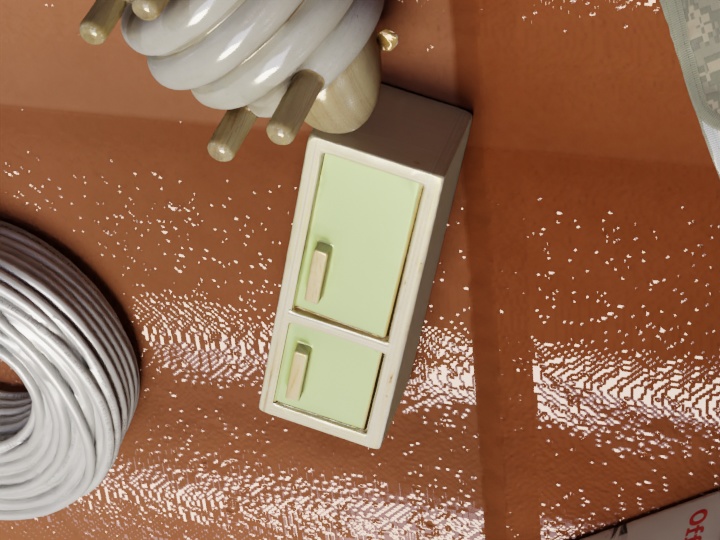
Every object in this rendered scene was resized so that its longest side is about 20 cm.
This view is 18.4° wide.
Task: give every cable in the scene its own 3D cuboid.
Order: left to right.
[{"bbox_3d":[-0.234,0.061,1.354,0.200,0.069,0.200,38,131,-11],"label":"cable"}]

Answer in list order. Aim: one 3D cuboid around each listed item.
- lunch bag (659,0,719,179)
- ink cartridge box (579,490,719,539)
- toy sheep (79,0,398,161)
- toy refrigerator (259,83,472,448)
[{"bbox_3d":[0.243,-0.092,1.023,0.163,0.118,0.201,-16,113,30],"label":"lunch bag"},{"bbox_3d":[0.144,0.226,1.284,0.200,0.146,0.084,-25,114,34],"label":"ink cartridge box"},{"bbox_3d":[-0.063,-0.141,1.088,0.138,0.138,0.200,-25,123,34],"label":"toy sheep"},{"bbox_3d":[0.000,0.000,1.216,0.076,0.070,0.201,18,131,6],"label":"toy refrigerator"}]
